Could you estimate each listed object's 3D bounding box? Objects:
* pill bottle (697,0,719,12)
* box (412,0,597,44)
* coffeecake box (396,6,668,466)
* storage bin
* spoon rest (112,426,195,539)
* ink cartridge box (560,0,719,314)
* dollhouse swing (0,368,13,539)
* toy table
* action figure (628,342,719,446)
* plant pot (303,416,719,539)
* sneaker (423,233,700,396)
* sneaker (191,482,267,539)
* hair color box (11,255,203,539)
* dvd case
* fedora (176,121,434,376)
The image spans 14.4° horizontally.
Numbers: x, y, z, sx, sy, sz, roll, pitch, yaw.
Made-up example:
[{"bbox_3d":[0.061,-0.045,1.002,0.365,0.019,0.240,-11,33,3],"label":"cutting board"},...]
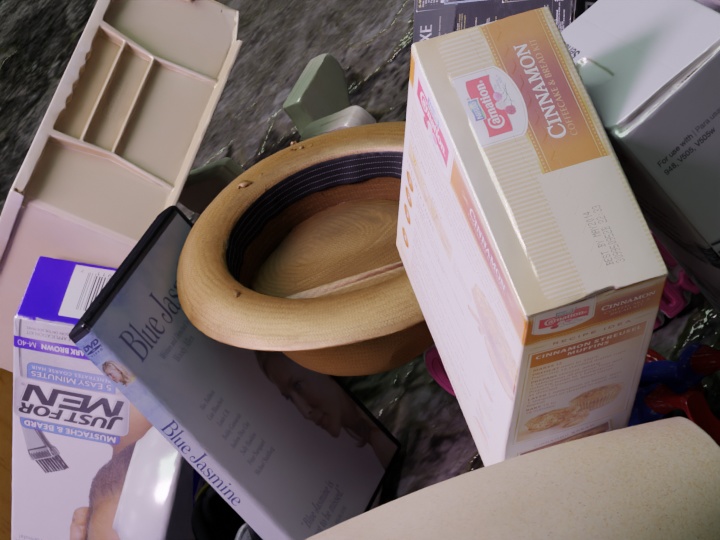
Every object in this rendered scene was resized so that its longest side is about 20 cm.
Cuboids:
[{"bbox_3d":[0.181,-0.192,1.786,0.200,0.111,0.111,-8,41,53],"label":"pill bottle"},{"bbox_3d":[0.098,-0.181,1.761,0.158,0.050,0.200,0,89,54],"label":"box"},{"bbox_3d":[0.078,-0.006,1.388,0.073,0.200,0.154,-17,64,-10],"label":"coffeecake box"},{"bbox_3d":[-0.160,-0.053,1.768,0.200,0.094,0.199,119,172,-54],"label":"storage bin"},{"bbox_3d":[-0.117,0.163,1.648,0.099,0.061,0.200,-77,5,-50],"label":"spoon rest"},{"bbox_3d":[0.186,-0.042,1.413,0.083,0.200,0.147,-43,24,-1],"label":"ink cartridge box"},{"bbox_3d":[-0.248,0.088,1.945,0.176,0.182,0.200,27,71,44],"label":"dollhouse swing"},{"bbox_3d":[-0.024,-0.041,1.853,0.200,0.117,0.184,-26,29,36],"label":"toy table"},{"bbox_3d":[0.145,0.066,1.492,0.065,0.052,0.200,-45,18,-17],"label":"action figure"},{"bbox_3d":[0.089,0.158,1.298,0.200,0.187,0.187,-32,22,-8],"label":"plant pot"},{"bbox_3d":[0.119,-0.001,1.611,0.200,0.074,0.087,-31,32,37],"label":"sneaker"},{"bbox_3d":[-0.056,0.135,1.646,0.074,0.085,0.200,-37,26,10],"label":"sneaker"},{"bbox_3d":[-0.148,0.093,1.700,0.109,0.200,0.065,9,40,4],"label":"hair color box"},{"bbox_3d":[-0.066,0.069,1.603,0.018,0.200,0.143,-36,12,33],"label":"dvd case"},{"bbox_3d":[0.000,0.000,1.595,0.201,0.082,0.201,-13,41,11],"label":"fedora"}]
